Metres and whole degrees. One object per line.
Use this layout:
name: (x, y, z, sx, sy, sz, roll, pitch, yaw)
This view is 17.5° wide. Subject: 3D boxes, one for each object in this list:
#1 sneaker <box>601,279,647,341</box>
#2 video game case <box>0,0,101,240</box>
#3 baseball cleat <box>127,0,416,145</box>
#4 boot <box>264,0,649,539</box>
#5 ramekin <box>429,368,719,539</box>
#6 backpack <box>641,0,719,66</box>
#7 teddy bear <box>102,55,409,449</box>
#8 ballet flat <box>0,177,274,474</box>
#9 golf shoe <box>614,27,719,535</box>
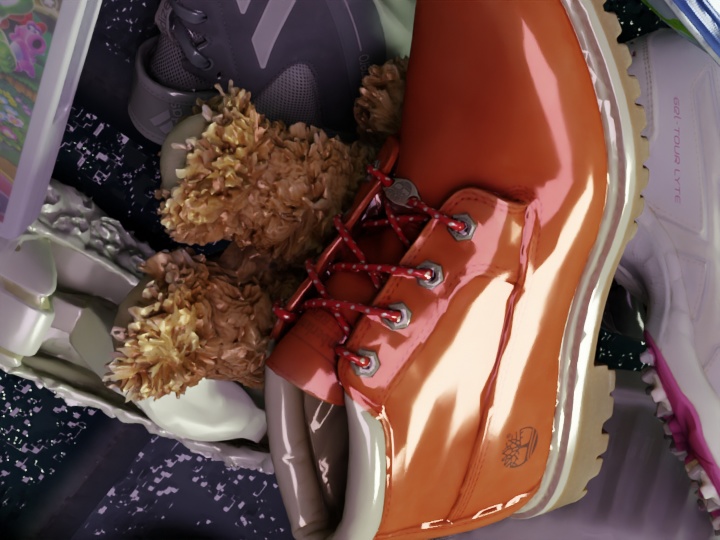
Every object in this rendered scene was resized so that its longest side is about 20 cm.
sneaker: (0.167, -0.020, 0.827, 0.199, 0.083, 0.071, -21, 113, -5)
video game case: (-0.136, -0.111, 0.666, 0.143, 0.018, 0.200, 31, 137, 7)
baseball cleat: (-0.046, -0.091, 0.727, 0.106, 0.070, 0.200, -39, 136, 8)
boot: (0.022, -0.006, 0.686, 0.107, 0.075, 0.200, -14, 117, -33)
ramekin: (0.081, 0.145, 0.829, 0.200, 0.105, 0.200, 6, 113, 13)
backpack: (0.119, -0.149, 0.691, 0.147, 0.200, 0.183, -42, 117, 7)
teddy bear: (0.000, 0.000, 0.752, 0.200, 0.067, 0.145, 31, 80, -52)
ballet flat: (-0.094, 0.015, 0.792, 0.200, 0.072, 0.072, 25, 106, -22)
golf shoe: (0.126, 0.010, 0.747, 0.091, 0.075, 0.200, -22, 78, 4)
